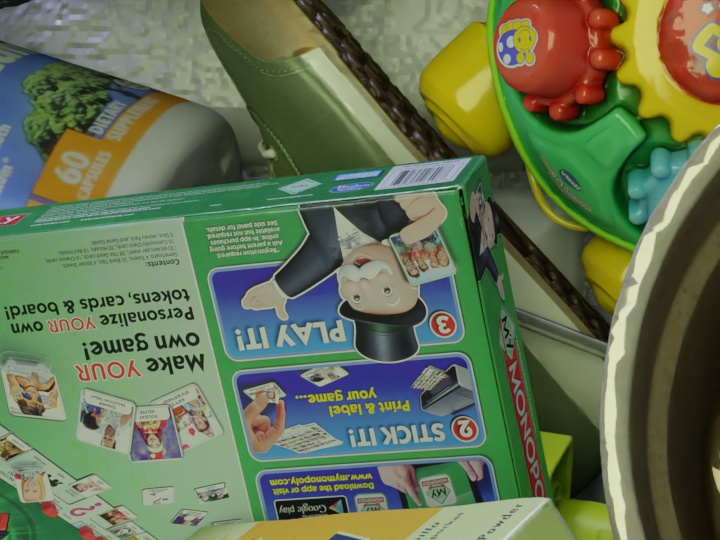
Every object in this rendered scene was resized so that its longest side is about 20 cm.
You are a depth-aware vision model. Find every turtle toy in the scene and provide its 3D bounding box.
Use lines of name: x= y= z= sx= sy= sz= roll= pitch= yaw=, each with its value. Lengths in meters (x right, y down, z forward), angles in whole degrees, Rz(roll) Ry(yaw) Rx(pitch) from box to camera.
turtle toy: x=0.087 y=-0.082 z=0.771 sx=0.146 sy=0.101 sz=0.200 roll=-43 pitch=89 yaw=-1

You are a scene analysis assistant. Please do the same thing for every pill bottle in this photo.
pill bottle: x=-0.148 y=-0.027 z=0.833 sx=0.200 sy=0.112 sz=0.112 roll=18 pitch=89 yaw=13

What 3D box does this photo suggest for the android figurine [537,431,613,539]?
android figurine: x=0.000 y=0.101 z=0.787 sx=0.199 sy=0.041 sz=0.183 roll=6 pitch=112 yaw=19

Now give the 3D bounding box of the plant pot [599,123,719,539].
plant pot: x=0.160 y=0.048 z=0.667 sx=0.200 sy=0.183 sz=0.201 roll=-1 pitch=82 yaw=4

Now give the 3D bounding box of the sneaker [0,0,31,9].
sneaker: x=-0.093 y=-0.117 z=0.774 sx=0.200 sy=0.082 sz=0.073 roll=-19 pitch=86 yaw=39

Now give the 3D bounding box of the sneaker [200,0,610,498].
sneaker: x=0.000 y=0.000 z=0.802 sx=0.090 sy=0.067 sz=0.200 roll=-41 pitch=96 yaw=10

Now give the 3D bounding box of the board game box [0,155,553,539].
board game box: x=-0.049 y=0.044 z=0.744 sx=0.199 sy=0.029 sz=0.135 roll=-5 pitch=109 yaw=21

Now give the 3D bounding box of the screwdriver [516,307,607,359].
screwdriver: x=0.115 y=0.044 z=0.777 sx=0.199 sy=0.028 sz=0.029 roll=16 pitch=95 yaw=-6

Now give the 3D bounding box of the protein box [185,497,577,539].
protein box: x=0.007 y=0.179 z=0.641 sx=0.135 sy=0.198 sz=0.200 roll=-40 pitch=102 yaw=-26
